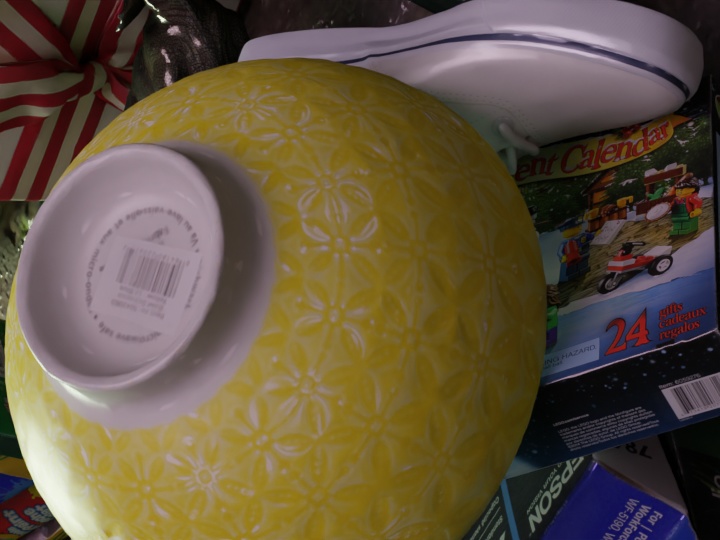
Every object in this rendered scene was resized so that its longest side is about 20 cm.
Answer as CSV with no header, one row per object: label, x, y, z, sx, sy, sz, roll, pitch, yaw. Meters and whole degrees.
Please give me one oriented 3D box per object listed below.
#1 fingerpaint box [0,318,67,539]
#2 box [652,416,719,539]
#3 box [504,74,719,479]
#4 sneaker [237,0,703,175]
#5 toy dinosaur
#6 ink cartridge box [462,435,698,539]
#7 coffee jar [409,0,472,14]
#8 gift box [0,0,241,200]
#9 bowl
fingerpaint box,-0.210,0.098,0.982,0.166,0.200,0.074,-29,69,14
box,0.093,0.127,0.729,0.145,0.036,0.201,-58,26,35
box,0.043,0.016,0.724,0.199,0.038,0.137,-20,36,23
sneaker,0.033,-0.051,0.735,0.199,0.073,0.071,-4,67,38
toy dinosaur,-0.074,-0.069,0.870,0.103,0.076,0.201,-121,23,-43
ink cartridge box,0.065,0.073,0.743,0.100,0.039,0.201,-61,24,26
coffee jar,0.009,-0.165,0.790,0.199,0.085,0.105,26,131,30
gift box,-0.166,-0.148,0.963,0.187,0.183,0.201,51,133,36
bowl,-0.049,0.013,0.656,0.199,0.108,0.202,-9,70,27
